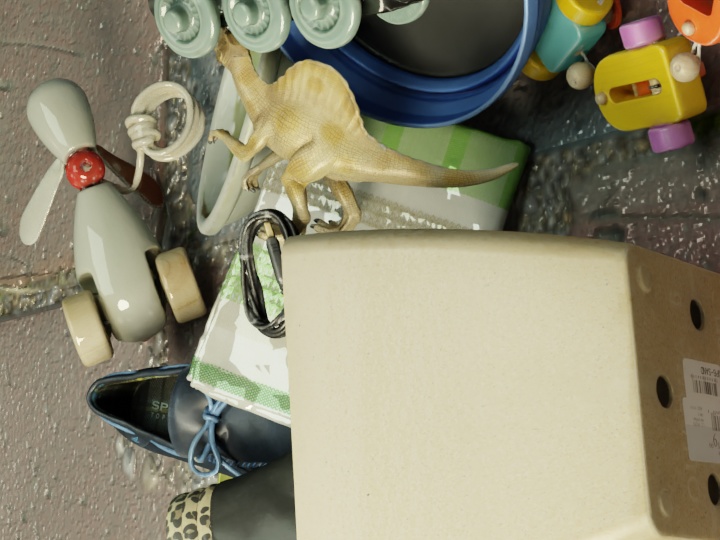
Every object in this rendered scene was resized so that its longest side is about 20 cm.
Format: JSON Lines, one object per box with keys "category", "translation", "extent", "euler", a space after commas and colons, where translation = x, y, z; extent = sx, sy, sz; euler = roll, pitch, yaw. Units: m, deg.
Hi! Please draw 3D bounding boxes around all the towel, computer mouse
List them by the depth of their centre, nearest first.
{"category": "computer mouse", "translation": [-0.024, 0.057, 1.099], "extent": [0.058, 0.034, 0.201], "euler": [-32, 71, 22]}
{"category": "towel", "translation": [0.000, 0.000, 1.195], "extent": [0.148, 0.031, 0.201], "euler": [21, 86, 17]}

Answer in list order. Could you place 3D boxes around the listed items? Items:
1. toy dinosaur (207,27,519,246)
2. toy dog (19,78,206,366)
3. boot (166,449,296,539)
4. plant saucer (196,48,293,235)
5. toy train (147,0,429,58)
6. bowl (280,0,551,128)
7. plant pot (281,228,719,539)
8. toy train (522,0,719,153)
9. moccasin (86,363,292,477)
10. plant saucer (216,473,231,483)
{"category": "toy dinosaur", "translation": [-0.020, -0.063, 1.143], "extent": [0.199, 0.058, 0.102], "euler": [30, 120, 20]}
{"category": "toy dog", "translation": [-0.170, -0.026, 1.414], "extent": [0.096, 0.131, 0.201], "euler": [98, 171, -72]}
{"category": "boot", "translation": [-0.011, 0.187, 1.147], "extent": [0.153, 0.073, 0.205], "euler": [-24, 85, 23]}
{"category": "plant saucer", "translation": [-0.054, -0.115, 1.290], "extent": [0.200, 0.050, 0.201], "euler": [-165, 90, -79]}
{"category": "toy train", "translation": [-0.042, -0.176, 1.081], "extent": [0.199, 0.085, 0.115], "euler": [2, 108, 43]}
{"category": "bowl", "translation": [0.016, -0.175, 1.115], "extent": [0.200, 0.039, 0.202], "euler": [23, 132, 28]}
{"category": "plant pot", "translation": [0.094, 0.077, 1.023], "extent": [0.176, 0.199, 0.201], "euler": [-14, 73, 34]}
{"category": "toy train", "translation": [0.144, -0.149, 1.071], "extent": [0.200, 0.055, 0.151], "euler": [33, 133, 46]}
{"category": "moccasin", "translation": [-0.094, 0.096, 1.268], "extent": [0.199, 0.068, 0.081], "euler": [-5, 76, 44]}
{"category": "plant saucer", "translation": [-0.016, 0.140, 1.249], "extent": [0.199, 0.031, 0.201], "euler": [-13, 73, 47]}
